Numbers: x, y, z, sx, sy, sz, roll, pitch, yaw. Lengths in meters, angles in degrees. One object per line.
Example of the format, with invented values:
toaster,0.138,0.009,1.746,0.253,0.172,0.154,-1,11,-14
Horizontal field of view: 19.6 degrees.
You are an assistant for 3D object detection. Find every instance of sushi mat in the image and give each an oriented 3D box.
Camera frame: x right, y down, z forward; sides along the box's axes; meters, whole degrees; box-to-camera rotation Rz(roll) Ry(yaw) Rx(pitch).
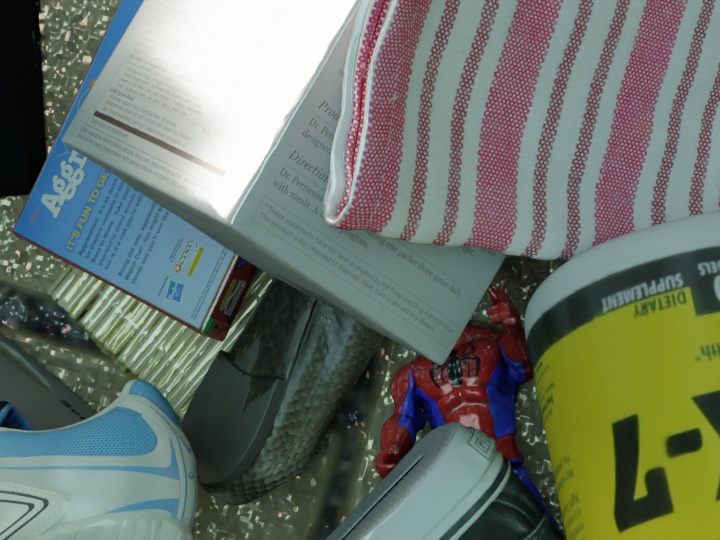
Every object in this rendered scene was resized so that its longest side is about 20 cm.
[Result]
sushi mat,-0.030,-0.035,0.811,0.096,0.012,0.200,40,95,10

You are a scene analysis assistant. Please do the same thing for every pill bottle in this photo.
pill bottle,0.125,0.092,0.659,0.114,0.114,0.201,-15,66,11

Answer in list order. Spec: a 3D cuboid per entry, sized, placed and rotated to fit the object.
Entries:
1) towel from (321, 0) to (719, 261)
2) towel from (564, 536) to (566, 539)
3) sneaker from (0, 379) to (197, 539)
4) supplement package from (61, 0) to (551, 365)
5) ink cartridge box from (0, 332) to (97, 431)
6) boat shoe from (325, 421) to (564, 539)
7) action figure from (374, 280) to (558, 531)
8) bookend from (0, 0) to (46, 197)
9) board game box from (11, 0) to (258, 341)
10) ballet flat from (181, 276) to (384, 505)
towel,0.083,-0.071,0.667,0.030,0.200,0.147,25,104,51
towel,0.163,0.148,0.763,0.200,0.024,0.145,31,96,13
sneaker,-0.149,0.089,0.726,0.199,0.072,0.073,-14,53,14
supplement package,0.013,-0.091,0.701,0.114,0.109,0.200,27,85,49
ink cartridge box,-0.199,0.112,0.804,0.146,0.083,0.200,37,94,10
boat shoe,-0.011,0.142,0.681,0.071,0.072,0.200,44,88,-3
action figure,0.045,0.084,0.741,0.065,0.099,0.201,-17,71,10
bookend,-0.193,-0.129,0.754,0.092,0.200,0.199,-4,88,11
board game box,-0.051,-0.084,0.795,0.103,0.019,0.200,26,91,29
ballet flat,0.000,0.000,0.778,0.067,0.046,0.200,28,88,49
